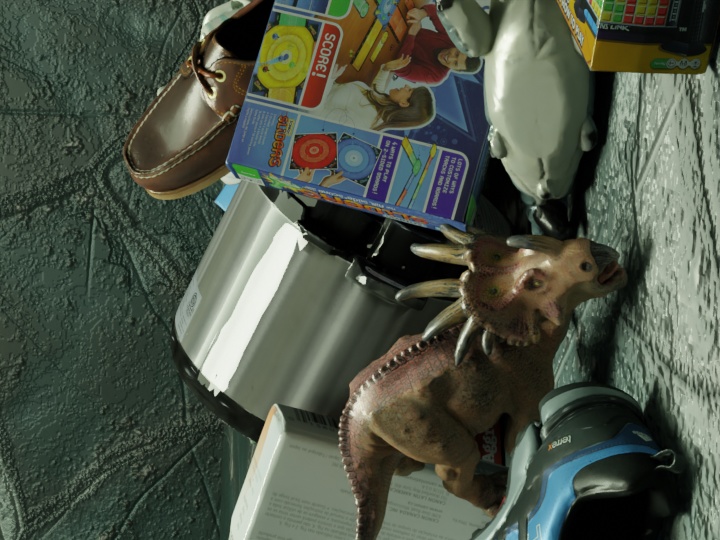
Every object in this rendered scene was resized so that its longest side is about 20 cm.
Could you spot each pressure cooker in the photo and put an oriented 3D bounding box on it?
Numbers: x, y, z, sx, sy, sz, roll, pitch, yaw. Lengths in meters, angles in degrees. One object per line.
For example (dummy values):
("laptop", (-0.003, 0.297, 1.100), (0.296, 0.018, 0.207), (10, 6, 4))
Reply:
("pressure cooker", (-0.003, -0.001, 1.094), (0.176, 0.178, 0.200), (40, 113, 31))

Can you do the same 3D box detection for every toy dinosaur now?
("toy dinosaur", (0.043, 0.052, 0.913), (0.086, 0.200, 0.136), (50, -176, 39))

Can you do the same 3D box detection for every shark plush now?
("shark plush", (0.107, -0.089, 0.955), (0.083, 0.091, 0.200), (-65, -39, -62))

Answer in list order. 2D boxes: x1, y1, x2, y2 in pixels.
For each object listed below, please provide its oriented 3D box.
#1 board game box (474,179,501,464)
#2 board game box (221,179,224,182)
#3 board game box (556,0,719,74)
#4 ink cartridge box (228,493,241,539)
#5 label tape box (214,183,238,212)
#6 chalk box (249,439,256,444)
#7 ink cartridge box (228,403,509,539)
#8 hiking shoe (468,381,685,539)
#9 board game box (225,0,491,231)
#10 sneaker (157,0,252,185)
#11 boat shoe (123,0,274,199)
("board game box", (0.069, 0.052, 1.197), (0.103, 0.019, 0.200), (115, 155, -71))
("board game box", (-0.028, -0.143, 1.381), (0.200, 0.048, 0.102), (-50, 3, -10))
("board game box", (0.117, -0.204, 0.807), (0.200, 0.057, 0.166), (-103, 15, -57))
("ink cartridge box", (-0.023, 0.278, 1.338), (0.145, 0.145, 0.200), (104, 164, -54))
("label tape box", (-0.027, -0.086, 1.246), (0.143, 0.066, 0.200), (-55, -17, 6))
("chalk box", (-0.034, 0.037, 1.524), (0.200, 0.125, 0.124), (-100, 14, -55))
("ink cartridge box", (-0.004, 0.190, 1.050), (0.050, 0.162, 0.200), (-112, 40, -69))
("hiking shoe", (0.081, 0.151, 0.837), (0.087, 0.074, 0.200), (-121, 47, -65))
("board game box", (0.020, -0.131, 0.995), (0.034, 0.135, 0.200), (61, -135, -77))
("sneaker", (-0.051, -0.151, 1.165), (0.200, 0.080, 0.070), (-52, 22, 7))
("boat shoe", (-0.069, -0.125, 1.100), (0.070, 0.200, 0.070), (53, -172, 31))
